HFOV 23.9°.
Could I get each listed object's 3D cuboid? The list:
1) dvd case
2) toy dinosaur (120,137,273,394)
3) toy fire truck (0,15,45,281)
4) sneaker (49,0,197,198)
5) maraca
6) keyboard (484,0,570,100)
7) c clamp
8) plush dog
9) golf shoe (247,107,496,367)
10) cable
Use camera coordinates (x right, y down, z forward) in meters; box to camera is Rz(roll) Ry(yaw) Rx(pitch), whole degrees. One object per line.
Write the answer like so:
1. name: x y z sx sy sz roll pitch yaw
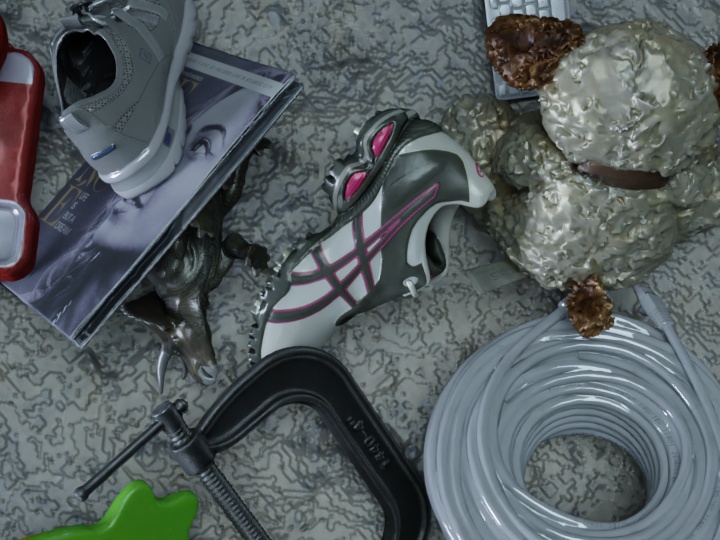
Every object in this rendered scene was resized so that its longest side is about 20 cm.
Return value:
1. dvd case: -0.134 -0.053 1.033 0.200 0.149 0.016 -50 122 -9
2. toy dinosaur: -0.105 -0.033 1.056 0.077 0.102 0.200 20 61 -40
3. toy fire truck: -0.290 -0.081 1.032 0.200 0.112 0.168 5 79 -2
4. sneaker: -0.148 -0.142 1.032 0.075 0.082 0.200 -29 46 20
5. maraca: -0.170 0.207 1.007 0.200 0.107 0.137 -34 128 -21
6. keyboard: 0.104 -0.214 1.111 0.056 0.011 0.200 -7 96 -4
7. c clamp: -0.051 0.139 1.029 0.171 0.027 0.200 -46 113 -17
8. plush dog: 0.147 -0.072 1.013 0.200 0.172 0.161 9 39 -2
9. golf shoe: 0.000 0.000 1.026 0.088 0.077 0.200 35 114 10
10. cable: 0.136 0.121 1.027 0.200 0.069 0.200 -25 64 -17
